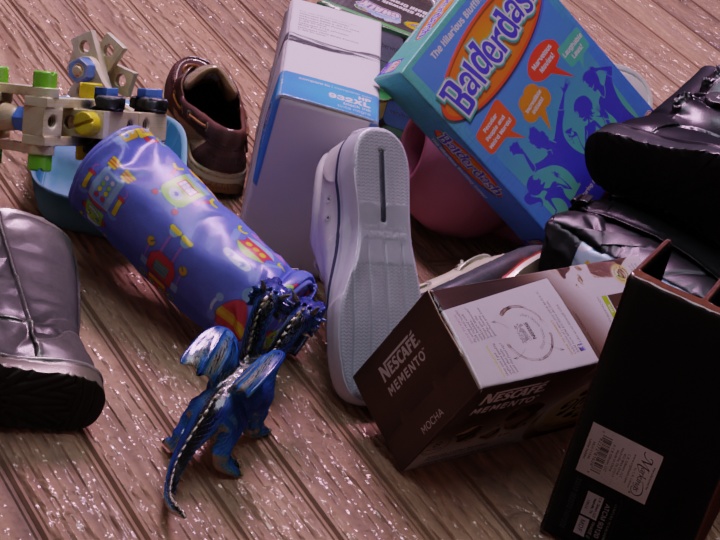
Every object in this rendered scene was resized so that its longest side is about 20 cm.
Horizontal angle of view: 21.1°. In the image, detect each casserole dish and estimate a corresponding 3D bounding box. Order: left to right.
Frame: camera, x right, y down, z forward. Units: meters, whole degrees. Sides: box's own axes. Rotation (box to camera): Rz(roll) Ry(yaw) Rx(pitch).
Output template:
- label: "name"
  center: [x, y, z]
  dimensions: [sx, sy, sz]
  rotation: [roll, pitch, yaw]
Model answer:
- label: "casserole dish"
  center: [-0.199, -0.079, 1.526]
  dimensions: [0.120, 0.039, 0.200]
  rotation: [10, 28, -10]

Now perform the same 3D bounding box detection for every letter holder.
- label: "letter holder"
  center: [0.214, 0.083, 1.281]
  dimensions: [0.100, 0.201, 0.142]
  rotation: [25, 30, 17]

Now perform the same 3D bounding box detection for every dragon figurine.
- label: "dragon figurine"
  center: [-0.085, 0.075, 1.249]
  dimensions: [0.059, 0.100, 0.200]
  rotation: [23, 29, 14]

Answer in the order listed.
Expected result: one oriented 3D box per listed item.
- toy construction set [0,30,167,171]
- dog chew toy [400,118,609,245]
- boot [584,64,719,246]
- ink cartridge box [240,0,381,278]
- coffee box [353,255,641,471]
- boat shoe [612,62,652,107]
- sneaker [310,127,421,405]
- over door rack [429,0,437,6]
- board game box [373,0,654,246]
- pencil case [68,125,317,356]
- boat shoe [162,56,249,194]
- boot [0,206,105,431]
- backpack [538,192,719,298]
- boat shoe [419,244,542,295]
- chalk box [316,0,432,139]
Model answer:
- label: "toy construction set"
  center: [-0.223, -0.121, 1.467]
  dimensions: [0.130, 0.093, 0.200]
  rotation: [6, 20, 25]
- label: "dog chew toy"
  center: [0.132, -0.076, 1.614]
  dimensions: [0.199, 0.125, 0.125]
  rotation: [15, 27, -20]
- label: "boot"
  center: [0.295, -0.095, 1.483]
  dimensions: [0.168, 0.077, 0.200]
  rotation: [-30, 37, -34]
- label: "ink cartridge box"
  center: [-0.040, -0.108, 1.545]
  dimensions: [0.083, 0.146, 0.200]
  rotation: [13, 29, -6]
- label: "coffee box"
  center: [0.111, 0.062, 1.338]
  dimensions: [0.199, 0.113, 0.080]
  rotation: [-9, 62, -39]
- label: "boat shoe"
  center: [0.149, -0.155, 1.605]
  dimensions: [0.199, 0.062, 0.073]
  rotation: [15, 70, -28]
- label: "sneaker"
  center: [0.000, 0.000, 1.390]
  dimensions: [0.073, 0.202, 0.071]
  rotation: [11, -16, -28]
- label: "over door rack"
  center: [0.090, -0.252, 1.654]
  dimensions: [0.066, 0.202, 0.147]
  rotation: [-11, -19, 38]
- label: "board game box"
  center: [0.126, -0.136, 1.525]
  dimensions: [0.200, 0.152, 0.045]
  rotation: [45, -22, -19]
- label: "pencil case"
  center: [-0.116, -0.019, 1.383]
  dimensions: [0.200, 0.078, 0.087]
  rotation: [41, 52, 16]
- label: "boat shoe"
  center: [-0.126, -0.142, 1.637]
  dimensions: [0.072, 0.072, 0.200]
  rotation: [8, 30, -14]
- label: "boot"
  center: [-0.259, 0.021, 1.286]
  dimensions: [0.181, 0.073, 0.201]
  rotation: [16, 32, -30]
- label: "backpack"
  center: [0.251, 0.029, 1.476]
  dimensions: [0.199, 0.155, 0.163]
  rotation: [14, 15, 30]
- label: "boat shoe"
  center: [0.083, 0.021, 1.466]
  dimensions: [0.062, 0.072, 0.200]
  rotation: [27, 35, 26]
- label: "chalk box"
  center: [0.017, -0.183, 1.732]
  dimensions: [0.124, 0.125, 0.200]
  rotation: [21, 30, 8]
